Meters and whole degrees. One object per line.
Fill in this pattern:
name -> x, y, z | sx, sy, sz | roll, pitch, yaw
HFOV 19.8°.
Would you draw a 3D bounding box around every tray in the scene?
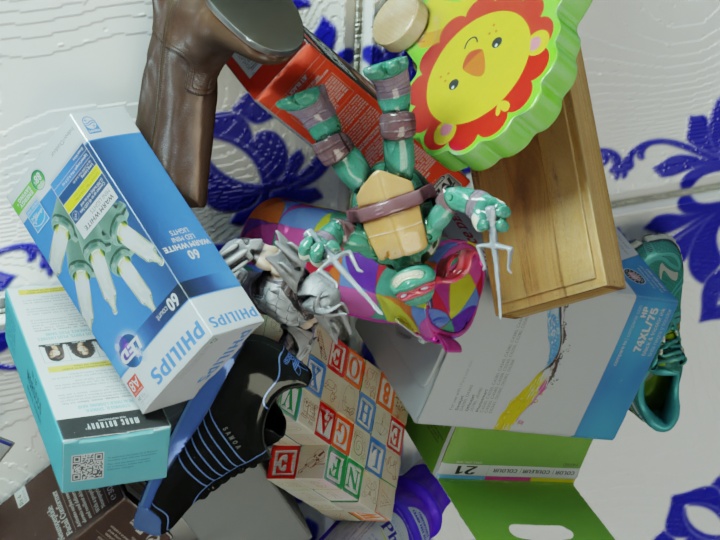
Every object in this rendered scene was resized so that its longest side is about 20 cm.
tray -> 0.135, -0.073, 1.578 | 0.098, 0.201, 0.037 | -17, 165, 31

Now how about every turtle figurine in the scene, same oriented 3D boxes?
turtle figurine -> 0.020, -0.044, 1.475 | 0.149, 0.101, 0.201 | -21, 94, -8

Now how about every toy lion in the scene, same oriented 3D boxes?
toy lion -> 0.105, -0.176, 1.535 | 0.200, 0.192, 0.069 | -48, 130, 11

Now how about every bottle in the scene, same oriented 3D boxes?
bottle -> 0.019, 0.234, 1.797 | 0.200, 0.065, 0.084 | -42, 120, -47

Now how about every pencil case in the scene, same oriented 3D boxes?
pencil case -> 0.000, 0.000, 1.603 | 0.088, 0.199, 0.089 | -26, 123, -47

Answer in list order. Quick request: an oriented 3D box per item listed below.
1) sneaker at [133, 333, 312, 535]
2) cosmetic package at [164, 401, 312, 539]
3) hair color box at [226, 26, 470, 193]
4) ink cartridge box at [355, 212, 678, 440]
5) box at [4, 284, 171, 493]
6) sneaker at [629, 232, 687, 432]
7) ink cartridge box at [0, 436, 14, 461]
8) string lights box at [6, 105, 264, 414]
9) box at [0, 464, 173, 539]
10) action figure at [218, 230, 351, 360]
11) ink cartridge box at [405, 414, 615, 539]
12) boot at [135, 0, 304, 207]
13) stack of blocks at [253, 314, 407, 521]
sneaker -> -0.107, 0.135, 1.575 | 0.078, 0.070, 0.200 | 27, 119, -3
cosmetic package -> -0.127, 0.154, 1.711 | 0.090, 0.107, 0.200 | -33, 131, 1
hair color box -> -0.014, -0.120, 1.579 | 0.061, 0.102, 0.200 | -46, 130, 7
ink cartridge box -> 0.126, 0.037, 1.720 | 0.199, 0.147, 0.147 | 6, 120, -29
box -> -0.209, 0.083, 1.562 | 0.082, 0.200, 0.049 | -6, 125, -19
sneaker -> 0.265, 0.055, 1.840 | 0.077, 0.080, 0.201 | -16, 127, -14
ink cartridge box -> -0.410, 0.167, 1.632 | 0.197, 0.047, 0.200 | 28, 106, -35
string lights box -> -0.165, -0.009, 1.506 | 0.059, 0.200, 0.103 | -14, 154, -50
box -> -0.263, 0.235, 1.709 | 0.200, 0.100, 0.075 | -40, 129, 4
action figure -> -0.089, 0.017, 1.575 | 0.069, 0.199, 0.130 | -52, 132, -32
ink cartridge box -> 0.137, 0.153, 1.770 | 0.147, 0.200, 0.076 | 5, 120, -28
boot -> -0.109, -0.115, 1.487 | 0.064, 0.186, 0.201 | -3, 121, -29
stack of blocks -> -0.036, 0.121, 1.691 | 0.058, 0.116, 0.200 | -3, 155, 30
